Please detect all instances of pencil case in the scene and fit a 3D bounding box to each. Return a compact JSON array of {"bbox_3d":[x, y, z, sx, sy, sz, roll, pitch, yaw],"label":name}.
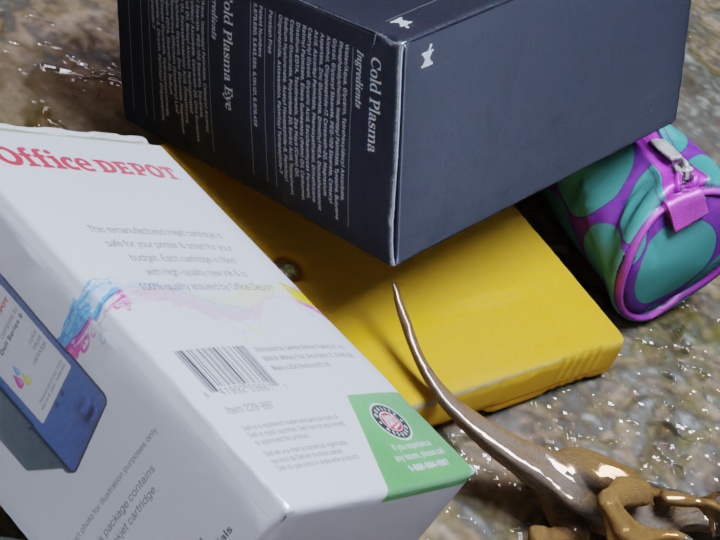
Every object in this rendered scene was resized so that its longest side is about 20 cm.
[{"bbox_3d":[0.122,-0.073,0.926,0.084,0.093,0.201,-11,50,-21],"label":"pencil case"}]

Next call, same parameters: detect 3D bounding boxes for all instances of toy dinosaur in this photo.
[{"bbox_3d":[0.088,0.093,0.769,0.199,0.061,0.107,26,24,-18],"label":"toy dinosaur"}]

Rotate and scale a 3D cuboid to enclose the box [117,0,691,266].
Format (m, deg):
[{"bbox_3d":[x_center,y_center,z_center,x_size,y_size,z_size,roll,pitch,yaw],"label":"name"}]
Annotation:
[{"bbox_3d":[0.020,-0.112,0.824,0.199,0.105,0.181,-26,40,-37],"label":"box"}]

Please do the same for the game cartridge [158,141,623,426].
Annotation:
[{"bbox_3d":[0.000,0.000,0.836,0.199,0.033,0.177,-12,53,-39],"label":"game cartridge"}]

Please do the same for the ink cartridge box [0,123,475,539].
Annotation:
[{"bbox_3d":[-0.076,0.040,0.674,0.200,0.088,0.145,47,20,21],"label":"ink cartridge box"}]

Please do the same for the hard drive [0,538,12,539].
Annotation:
[{"bbox_3d":[-0.145,0.169,0.570,0.130,0.026,0.201,11,42,-16],"label":"hard drive"}]
